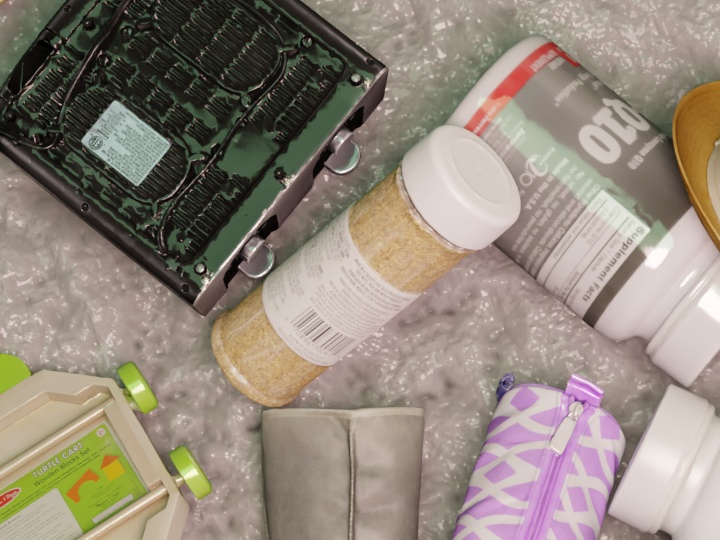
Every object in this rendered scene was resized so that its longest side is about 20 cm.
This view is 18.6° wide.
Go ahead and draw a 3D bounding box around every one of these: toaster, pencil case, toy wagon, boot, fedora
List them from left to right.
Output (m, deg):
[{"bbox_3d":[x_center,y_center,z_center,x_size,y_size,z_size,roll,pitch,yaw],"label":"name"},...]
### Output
[{"bbox_3d":[-0.184,0.116,1.289,0.155,0.040,0.200,-32,58,-5],"label":"toy wagon"},{"bbox_3d":[-0.108,-0.094,1.297,0.200,0.119,0.181,38,84,8],"label":"toaster"},{"bbox_3d":[0.024,0.179,1.274,0.182,0.073,0.200,5,74,3],"label":"boot"},{"bbox_3d":[0.090,0.155,1.221,0.084,0.086,0.200,26,57,-8],"label":"pencil case"},{"bbox_3d":[0.265,-0.049,1.230,0.082,0.201,0.201,-43,77,36],"label":"fedora"}]

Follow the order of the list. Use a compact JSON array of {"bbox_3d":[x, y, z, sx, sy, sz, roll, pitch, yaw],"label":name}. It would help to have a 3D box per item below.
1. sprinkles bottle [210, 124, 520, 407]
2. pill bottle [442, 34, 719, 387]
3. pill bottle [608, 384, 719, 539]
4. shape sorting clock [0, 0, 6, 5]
[{"bbox_3d":[0.000,0.000,1.250,0.200,0.068,0.068,-40,78,32],"label":"sprinkles bottle"},{"bbox_3d":[0.143,-0.033,1.273,0.200,0.114,0.114,40,85,9],"label":"pill bottle"},{"bbox_3d":[0.246,0.144,1.236,0.200,0.112,0.112,26,83,7],"label":"pill bottle"},{"bbox_3d":[-0.280,-0.244,1.374,0.200,0.039,0.200,2,76,-8],"label":"shape sorting clock"}]
